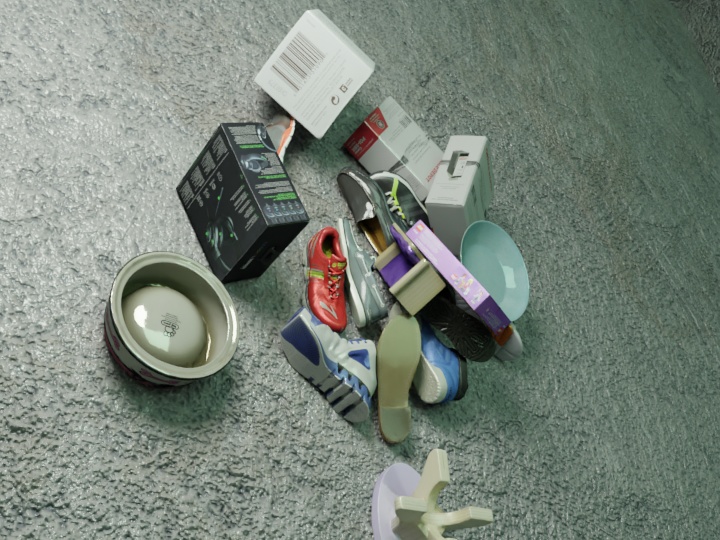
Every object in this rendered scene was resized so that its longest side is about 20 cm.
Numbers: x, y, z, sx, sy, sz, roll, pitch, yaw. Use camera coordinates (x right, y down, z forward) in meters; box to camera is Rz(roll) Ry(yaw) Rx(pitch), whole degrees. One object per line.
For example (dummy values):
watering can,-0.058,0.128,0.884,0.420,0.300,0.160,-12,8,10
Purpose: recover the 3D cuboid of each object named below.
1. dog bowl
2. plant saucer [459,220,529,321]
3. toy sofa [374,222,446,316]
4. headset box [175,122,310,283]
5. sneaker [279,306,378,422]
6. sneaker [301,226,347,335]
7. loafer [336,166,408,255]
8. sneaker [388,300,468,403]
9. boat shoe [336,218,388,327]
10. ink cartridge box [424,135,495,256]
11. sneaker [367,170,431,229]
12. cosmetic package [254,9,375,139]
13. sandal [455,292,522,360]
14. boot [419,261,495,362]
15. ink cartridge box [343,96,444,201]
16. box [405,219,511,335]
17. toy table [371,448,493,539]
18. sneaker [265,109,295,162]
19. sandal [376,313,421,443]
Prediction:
dog bowl,-0.275,0.077,1.191,0.197,0.074,0.203,24,46,-27
plant saucer,0.250,0.005,1.614,0.198,0.038,0.205,19,60,-37
toy sofa,0.074,-0.006,1.478,0.098,0.083,0.200,48,4,-17
headset box,-0.188,-0.101,1.327,0.092,0.174,0.203,-10,66,-44
sneaker,-0.039,0.138,1.360,0.200,0.080,0.115,51,36,-7
sneaker,-0.055,0.012,1.427,0.076,0.085,0.203,11,53,-34
loafer,0.017,-0.111,1.600,0.201,0.073,0.072,50,45,4
sneaker,0.127,0.145,1.499,0.110,0.077,0.202,9,46,-45
boat shoe,0.000,0.000,1.485,0.060,0.073,0.204,-10,70,-11
ink cartridge box,0.204,-0.151,1.680,0.148,0.081,0.202,71,33,-45
sneaker,0.086,-0.113,1.643,0.199,0.071,0.084,40,37,-23
cosmetic package,-0.081,-0.379,1.595,0.164,0.165,0.200,40,16,-10
sandal,0.253,0.083,1.654,0.207,0.079,0.059,49,43,3
boot,0.167,0.071,1.546,0.182,0.073,0.200,43,8,-9
ink cartridge box,0.081,-0.240,1.733,0.200,0.083,0.147,46,40,-4
box,0.170,0.012,1.449,0.201,0.039,0.137,51,5,34
toy table,0.098,0.376,1.261,0.181,0.117,0.203,6,56,-38
sneaker,-0.175,-0.236,1.524,0.081,0.077,0.203,24,45,-16
sandal,0.055,0.185,1.417,0.076,0.070,0.217,8,73,-10
